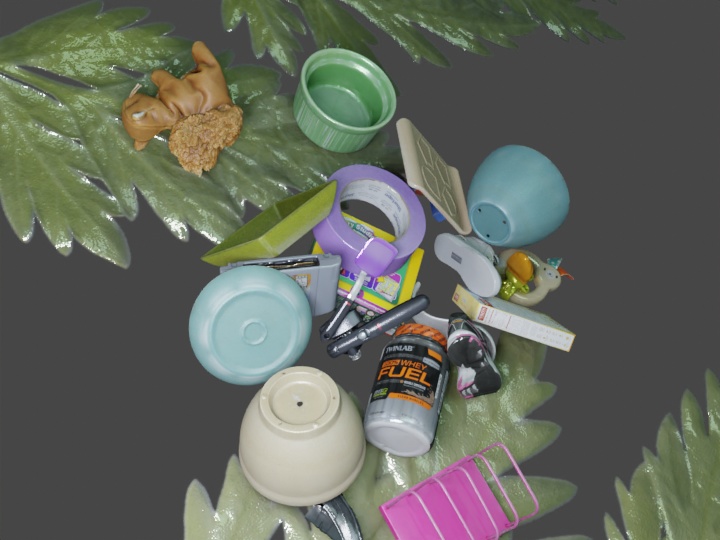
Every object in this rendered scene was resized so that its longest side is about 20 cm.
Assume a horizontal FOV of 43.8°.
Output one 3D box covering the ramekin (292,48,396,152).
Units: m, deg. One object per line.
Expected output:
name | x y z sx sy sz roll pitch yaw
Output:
ramekin | -0.038 -0.330 1.773 0.199 0.098 0.201 12 57 -19

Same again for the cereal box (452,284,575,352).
cereal box | 0.280 0.087 1.660 0.199 0.144 0.040 18 99 -13

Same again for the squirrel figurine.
squirrel figurine | -0.318 -0.271 1.586 0.186 0.142 0.200 -30 74 -28

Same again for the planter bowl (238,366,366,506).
planter bowl | -0.090 0.231 1.351 0.198 0.135 0.201 0 46 0

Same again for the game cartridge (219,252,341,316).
game cartridge | -0.133 0.034 1.483 0.198 0.134 0.042 -6 44 -14

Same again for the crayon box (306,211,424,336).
crayon box | 0.000 0.000 1.621 0.199 0.058 0.173 25 53 -9

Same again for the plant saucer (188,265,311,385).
plant saucer | -0.170 0.093 1.419 0.198 0.036 0.202 -4 106 -15

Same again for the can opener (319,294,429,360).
can opener | 0.028 0.092 1.527 0.199 0.063 0.079 -24 100 7

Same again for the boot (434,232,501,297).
boot | 0.228 -0.016 1.688 0.095 0.074 0.200 -2 31 -30

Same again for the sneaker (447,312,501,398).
sneaker | 0.196 0.144 1.554 0.080 0.201 0.087 -11 49 7

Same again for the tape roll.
tape roll | 0.015 -0.090 1.606 0.199 0.066 0.201 12 55 -18

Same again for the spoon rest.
spoon rest | 0.157 0.106 1.618 0.200 0.100 0.061 40 38 14

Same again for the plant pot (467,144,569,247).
plant pot | 0.284 -0.123 1.734 0.200 0.200 0.135 45 51 6

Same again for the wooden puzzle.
wooden puzzle | 0.135 -0.177 1.752 0.200 0.046 0.186 36 35 -42

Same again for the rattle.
rattle | 0.360 -0.015 1.753 0.198 0.143 0.131 -4 46 -20

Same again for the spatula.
spatula | -0.011 0.035 1.518 0.056 0.021 0.201 34 85 -15

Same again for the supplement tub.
supplement tub | 0.082 0.198 1.502 0.122 0.123 0.201 24 54 -10

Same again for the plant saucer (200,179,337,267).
plant saucer | -0.146 -0.068 1.524 0.200 0.199 0.048 -42 107 -36

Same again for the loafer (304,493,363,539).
loafer | -0.052 0.371 1.375 0.070 0.068 0.201 -16 64 -23

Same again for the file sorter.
file sorter | 0.162 0.381 1.430 0.199 0.126 0.140 -21 72 -33
